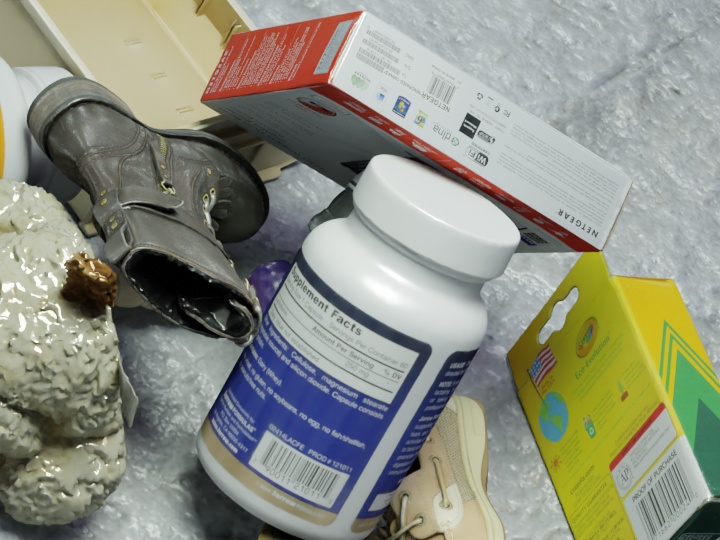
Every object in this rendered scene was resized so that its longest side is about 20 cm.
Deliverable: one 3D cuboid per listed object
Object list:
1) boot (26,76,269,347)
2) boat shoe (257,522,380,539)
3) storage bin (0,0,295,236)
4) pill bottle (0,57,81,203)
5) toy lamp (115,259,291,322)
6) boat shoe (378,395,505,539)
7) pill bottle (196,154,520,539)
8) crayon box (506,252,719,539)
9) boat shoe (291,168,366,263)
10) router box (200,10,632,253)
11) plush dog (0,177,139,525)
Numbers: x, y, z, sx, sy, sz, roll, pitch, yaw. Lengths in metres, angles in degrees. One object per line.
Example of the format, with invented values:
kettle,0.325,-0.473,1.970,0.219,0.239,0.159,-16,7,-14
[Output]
boot,-0.099,-0.016,1.621,0.200,0.069,0.174,26,22,-45
boat shoe,-0.040,0.190,1.582,0.072,0.066,0.201,29,21,3
storage bin,-0.138,-0.144,1.810,0.198,0.094,0.200,-19,63,-42
pill bottle,-0.260,-0.075,1.652,0.200,0.111,0.111,-5,54,-36
toy lamp,-0.133,0.013,1.695,0.200,0.058,0.058,6,49,-30
boat shoe,0.041,0.150,1.675,0.064,0.071,0.200,13,37,-14
pill bottle,0.001,0.043,1.598,0.116,0.200,0.116,27,17,-9
crayon box,0.166,0.094,1.759,0.051,0.127,0.200,3,51,-31
boat shoe,0.002,0.002,1.726,0.068,0.199,0.074,-34,77,-7
router box,0.031,-0.076,1.674,0.200,0.179,0.049,30,77,-23
plush dog,-0.220,0.040,1.532,0.171,0.160,0.200,-11,77,-13
